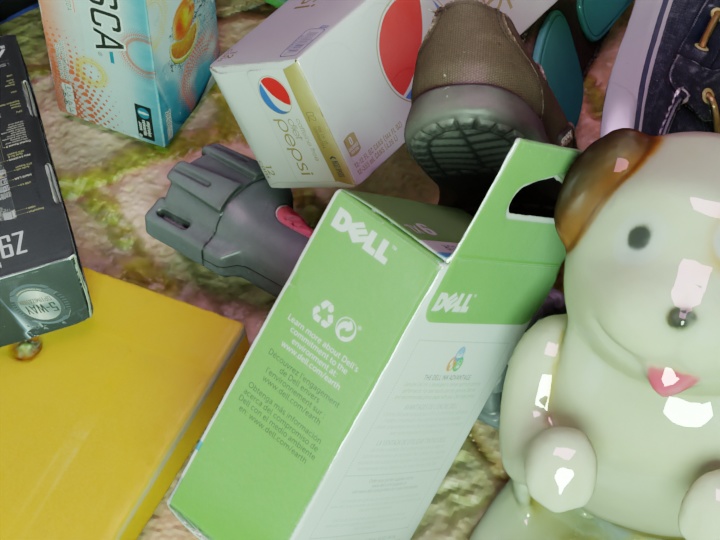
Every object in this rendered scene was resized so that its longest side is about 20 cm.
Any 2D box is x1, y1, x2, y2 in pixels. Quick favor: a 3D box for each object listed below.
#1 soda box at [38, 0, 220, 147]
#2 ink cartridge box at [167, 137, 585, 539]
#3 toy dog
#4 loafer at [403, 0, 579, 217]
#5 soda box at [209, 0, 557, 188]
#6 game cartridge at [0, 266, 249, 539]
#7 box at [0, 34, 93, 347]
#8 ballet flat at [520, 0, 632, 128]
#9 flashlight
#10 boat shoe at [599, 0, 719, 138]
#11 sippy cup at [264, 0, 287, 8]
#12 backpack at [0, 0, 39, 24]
[{"bbox_3d":[-0.116,-0.159,0.963,0.068,0.201,0.064,20,52,18],"label":"soda box"},{"bbox_3d":[0.014,0.025,0.794,0.059,0.201,0.104,35,15,27],"label":"ink cartridge box"},{"bbox_3d":[0.132,0.037,0.786,0.139,0.201,0.194,22,54,19],"label":"toy dog"},{"bbox_3d":[0.065,-0.060,0.871,0.072,0.200,0.072,1,74,9],"label":"loafer"},{"bbox_3d":[0.025,-0.121,0.936,0.063,0.068,0.200,3,38,48],"label":"soda box"},{"bbox_3d":[-0.169,0.077,0.880,0.175,0.033,0.201,18,55,17],"label":"game cartridge"},{"bbox_3d":[-0.235,-0.019,0.915,0.198,0.044,0.161,-17,48,-8],"label":"box"},{"bbox_3d":[0.091,-0.120,1.021,0.075,0.068,0.201,-2,40,30],"label":"ballet flat"},{"bbox_3d":[0.000,0.000,0.917,0.199,0.068,0.068,29,90,29],"label":"flashlight"},{"bbox_3d":[0.168,-0.083,0.973,0.090,0.071,0.201,11,51,10],"label":"boat shoe"},{"bbox_3d":[-0.009,-0.225,1.070,0.176,0.140,0.131,13,39,2],"label":"sippy cup"},{"bbox_3d":[-0.219,-0.214,1.035,0.134,0.184,0.200,9,26,29],"label":"backpack"}]
